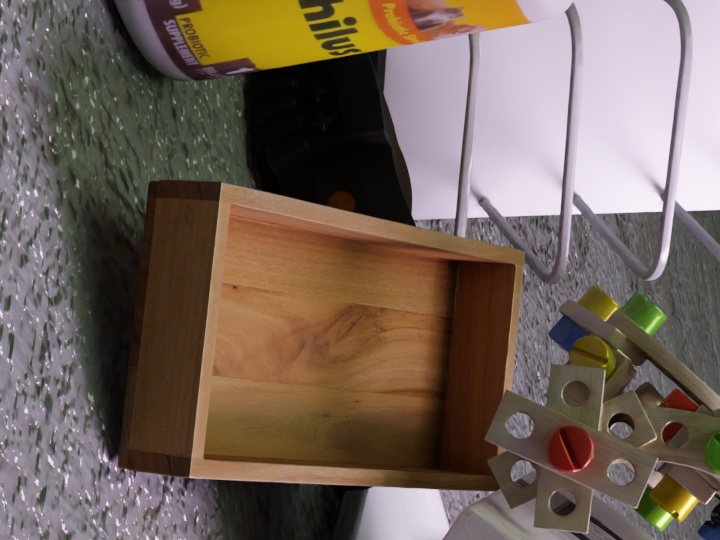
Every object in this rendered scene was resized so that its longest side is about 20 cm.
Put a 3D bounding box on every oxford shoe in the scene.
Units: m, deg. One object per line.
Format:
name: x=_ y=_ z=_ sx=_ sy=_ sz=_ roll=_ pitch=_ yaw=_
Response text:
oxford shoe: x=0.000 y=0.000 z=0.954 sx=0.084 sy=0.073 sz=0.200 roll=55 pitch=31 yaw=-68

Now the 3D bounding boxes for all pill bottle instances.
pill bottle: x=0.011 y=-0.137 z=0.817 sx=0.109 sy=0.200 sz=0.109 roll=-9 pitch=90 yaw=-75

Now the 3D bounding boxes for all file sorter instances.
file sorter: x=0.118 y=-0.070 z=0.989 sx=0.125 sy=0.200 sz=0.139 roll=-119 pitch=-150 yaw=-62

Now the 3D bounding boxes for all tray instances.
tray: x=-0.009 y=0.029 z=0.821 sx=0.200 sy=0.037 sz=0.099 roll=11 pitch=84 yaw=-56
tray: x=0.008 y=0.138 z=0.999 sx=0.200 sy=0.022 sz=0.107 roll=-73 pitch=151 yaw=-59

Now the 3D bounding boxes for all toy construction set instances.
toy construction set: x=0.120 y=0.064 z=0.896 sx=0.131 sy=0.092 sz=0.200 roll=42 pitch=13 yaw=7

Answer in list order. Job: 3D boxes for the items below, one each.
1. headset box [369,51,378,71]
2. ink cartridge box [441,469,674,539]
headset box: x=0.074 y=-0.172 z=1.126 sx=0.200 sy=0.174 sz=0.093 roll=-71 pitch=150 yaw=-58
ink cartridge box: x=0.060 y=0.149 z=0.909 sx=0.116 sy=0.067 sz=0.200 roll=-56 pitch=168 yaw=9
